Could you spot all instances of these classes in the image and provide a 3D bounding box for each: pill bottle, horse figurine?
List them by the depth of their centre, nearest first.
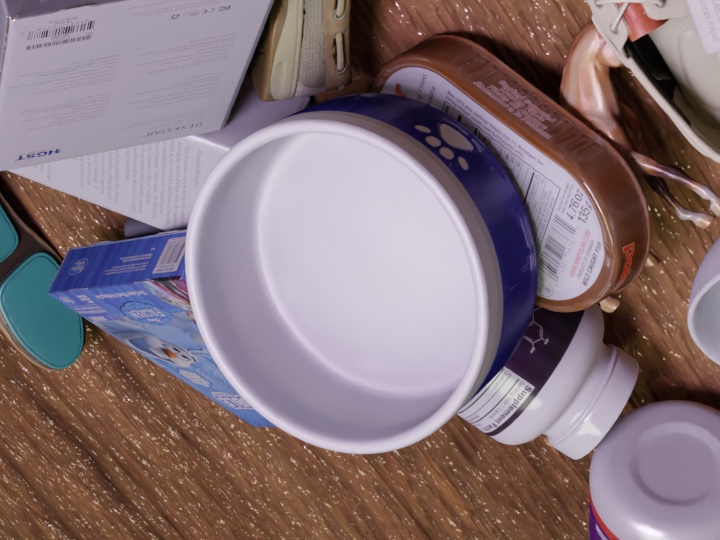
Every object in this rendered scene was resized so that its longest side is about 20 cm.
[{"bbox_3d":[0.139,-0.054,1.196,0.132,0.050,0.200,43,146,1],"label":"horse figurine"},{"bbox_3d":[0.077,0.035,1.285,0.199,0.113,0.112,33,141,-7],"label":"pill bottle"},{"bbox_3d":[0.210,0.185,1.349,0.112,0.113,0.201,14,145,16],"label":"pill bottle"}]

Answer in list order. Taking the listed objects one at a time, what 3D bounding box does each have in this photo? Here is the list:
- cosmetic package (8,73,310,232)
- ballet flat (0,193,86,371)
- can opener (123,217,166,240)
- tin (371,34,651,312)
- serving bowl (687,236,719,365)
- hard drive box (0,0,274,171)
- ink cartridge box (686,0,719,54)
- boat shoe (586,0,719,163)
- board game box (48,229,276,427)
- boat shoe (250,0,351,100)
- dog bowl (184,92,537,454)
[{"bbox_3d":[-0.139,-0.091,1.305,0.199,0.071,0.102,21,141,9],"label":"cosmetic package"},{"bbox_3d":[-0.267,-0.012,1.489,0.063,0.069,0.201,26,149,51],"label":"ballet flat"},{"bbox_3d":[-0.066,0.002,1.360,0.199,0.067,0.054,18,104,15],"label":"can opener"},{"bbox_3d":[0.084,-0.057,1.180,0.200,0.042,0.112,40,134,24],"label":"tin"},{"bbox_3d":[0.288,0.003,1.144,0.199,0.066,0.200,5,152,3],"label":"serving bowl"},{"bbox_3d":[-0.142,-0.141,1.142,0.155,0.077,0.200,-12,162,-19],"label":"hard drive box"},{"bbox_3d":[0.247,-0.193,0.959,0.199,0.084,0.146,-3,132,32],"label":"ink cartridge box"},{"bbox_3d":[0.158,-0.140,1.073,0.071,0.063,0.200,-20,125,34],"label":"boat shoe"},{"bbox_3d":[-0.088,0.046,1.377,0.199,0.044,0.200,34,159,-27],"label":"board game box"},{"bbox_3d":[-0.021,-0.177,1.141,0.063,0.073,0.201,-5,139,-16],"label":"boat shoe"},{"bbox_3d":[0.000,0.000,1.171,0.199,0.079,0.201,10,112,26],"label":"dog bowl"}]
